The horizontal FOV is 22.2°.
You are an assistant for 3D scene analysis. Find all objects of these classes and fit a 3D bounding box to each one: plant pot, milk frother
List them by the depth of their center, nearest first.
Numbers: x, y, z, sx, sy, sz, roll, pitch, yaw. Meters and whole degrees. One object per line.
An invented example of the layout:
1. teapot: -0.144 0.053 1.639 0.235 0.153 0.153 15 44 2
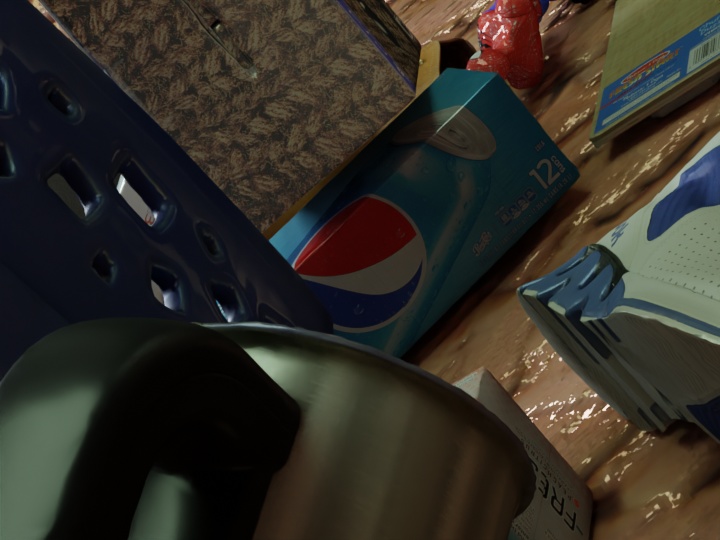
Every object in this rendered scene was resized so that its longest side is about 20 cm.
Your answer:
1. milk frother: 0.004 0.114 0.424 0.198 0.181 0.189 10 61 14
2. plant pot: -0.140 0.051 0.615 0.199 0.200 0.180 -37 25 17

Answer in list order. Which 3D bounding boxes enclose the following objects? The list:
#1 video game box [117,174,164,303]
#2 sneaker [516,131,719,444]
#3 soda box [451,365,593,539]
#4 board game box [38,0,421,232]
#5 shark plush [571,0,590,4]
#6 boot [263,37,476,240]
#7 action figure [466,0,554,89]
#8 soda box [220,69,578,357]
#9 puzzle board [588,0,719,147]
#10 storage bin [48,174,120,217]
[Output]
1. video game box: -0.127 -0.009 1.043 0.200 0.046 0.183 -95 25 -69
2. sneaker: 0.127 -0.005 0.558 0.115 0.081 0.199 -46 16 -6
3. soda box: -0.020 0.116 0.620 0.199 0.064 0.069 -34 19 27
4. board game box: -0.058 -0.122 0.860 0.097 0.160 0.200 -40 9 10
5. shark plush: 0.145 -0.248 1.035 0.090 0.083 0.201 -19 44 46
6. boot: -0.008 -0.058 0.997 0.144 0.071 0.202 -33 15 31
7. action figure: 0.088 -0.152 1.025 0.051 0.066 0.200 0 31 14
8. soda box: 0.000 0.000 0.827 0.200 0.064 0.068 -45 17 -7
9. puzzle board: 0.195 -0.140 0.845 0.199 0.017 0.151 -33 21 30
10. storage bin: -0.229 -0.038 1.257 0.134 0.201 0.145 -35 15 -15
